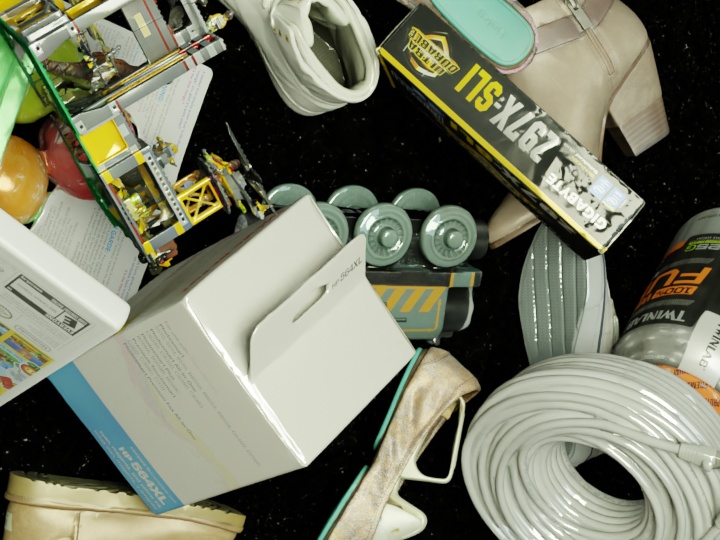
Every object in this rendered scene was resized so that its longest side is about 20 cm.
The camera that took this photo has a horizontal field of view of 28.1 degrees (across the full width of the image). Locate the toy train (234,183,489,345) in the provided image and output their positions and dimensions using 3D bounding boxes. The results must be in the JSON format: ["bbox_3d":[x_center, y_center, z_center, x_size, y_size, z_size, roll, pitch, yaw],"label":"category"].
[{"bbox_3d":[0.000,0.000,1.044,0.199,0.085,0.115,0,106,-27],"label":"toy train"}]

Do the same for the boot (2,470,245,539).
[{"bbox_3d":[-0.180,0.247,0.986,0.174,0.066,0.201,10,88,-12],"label":"boot"}]

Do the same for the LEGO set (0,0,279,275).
[{"bbox_3d":[-0.126,-0.111,0.858,0.116,0.154,0.201,-32,111,-12],"label":"LEGO set"}]

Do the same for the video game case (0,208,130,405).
[{"bbox_3d":[-0.264,0.000,0.876,0.200,0.182,0.023,39,49,-21],"label":"video game case"}]

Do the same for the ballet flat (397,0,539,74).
[{"bbox_3d":[0.048,-0.217,1.049,0.200,0.071,0.069,42,88,-10],"label":"ballet flat"}]

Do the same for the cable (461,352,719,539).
[{"bbox_3d":[0.174,0.148,1.041,0.199,0.201,0.069,30,44,13],"label":"cable"}]

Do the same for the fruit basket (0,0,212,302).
[{"bbox_3d":[-0.212,-0.086,0.952,0.199,0.094,0.186,21,85,-39],"label":"fruit basket"}]

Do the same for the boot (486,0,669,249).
[{"bbox_3d":[0.143,-0.129,1.110,0.200,0.070,0.147,-35,98,-16],"label":"boot"}]

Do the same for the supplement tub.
[{"bbox_3d":[0.267,0.054,1.102,0.123,0.122,0.200,52,48,-17],"label":"supplement tub"}]

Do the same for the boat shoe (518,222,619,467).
[{"bbox_3d":[0.169,0.052,1.132,0.067,0.073,0.201,-4,101,-43],"label":"boat shoe"}]

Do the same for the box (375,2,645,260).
[{"bbox_3d":[0.103,-0.091,0.998,0.200,0.160,0.049,43,91,4],"label":"box"}]

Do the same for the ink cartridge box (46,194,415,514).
[{"bbox_3d":[-0.076,0.054,0.908,0.126,0.200,0.129,55,49,-10],"label":"ink cartridge box"}]

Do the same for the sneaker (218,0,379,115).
[{"bbox_3d":[-0.055,-0.199,0.986,0.074,0.115,0.200,-40,106,-15],"label":"sneaker"}]

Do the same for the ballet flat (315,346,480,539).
[{"bbox_3d":[0.029,0.153,1.059,0.067,0.068,0.201,28,83,8],"label":"ballet flat"}]
